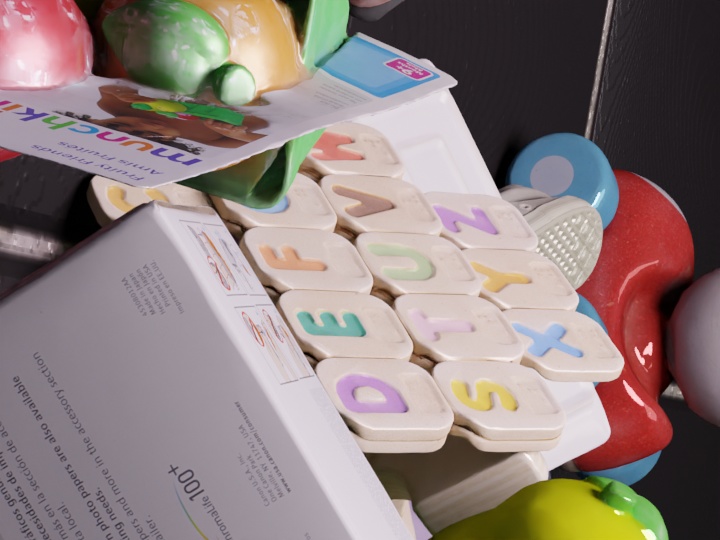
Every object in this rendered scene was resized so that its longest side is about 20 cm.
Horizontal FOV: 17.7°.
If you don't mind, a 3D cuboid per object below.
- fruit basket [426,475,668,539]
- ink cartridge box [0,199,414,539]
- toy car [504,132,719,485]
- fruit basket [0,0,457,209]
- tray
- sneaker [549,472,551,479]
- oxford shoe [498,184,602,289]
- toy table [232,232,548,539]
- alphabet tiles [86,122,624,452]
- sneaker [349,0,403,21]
[{"bbox_3d":[0.027,0.161,0.836,0.215,0.155,0.216,2,85,-23],"label":"fruit basket"},{"bbox_3d":[-0.072,0.109,0.674,0.200,0.175,0.084,59,7,4],"label":"ink cartridge box"},{"bbox_3d":[0.195,0.025,1.294,0.184,0.199,0.177,53,39,-61],"label":"toy car"},{"bbox_3d":[-0.089,-0.073,0.680,0.200,0.185,0.094,-17,122,-63],"label":"fruit basket"},{"bbox_3d":[0.046,-0.002,1.042,0.107,0.022,0.200,-21,83,-47],"label":"tray"},{"bbox_3d":[0.062,0.157,1.217,0.129,0.079,0.200,-17,104,-54],"label":"sneaker"},{"bbox_3d":[0.045,0.001,1.163,0.200,0.058,0.075,-21,125,-46],"label":"oxford shoe"},{"bbox_3d":[-0.008,0.085,0.918,0.200,0.184,0.117,42,24,-21],"label":"toy table"},{"bbox_3d":[0.000,0.000,0.888,0.195,0.200,0.015,2,126,-28],"label":"alphabet tiles"},{"bbox_3d":[0.032,-0.181,1.077,0.200,0.077,0.082,-49,167,-49],"label":"sneaker"}]
